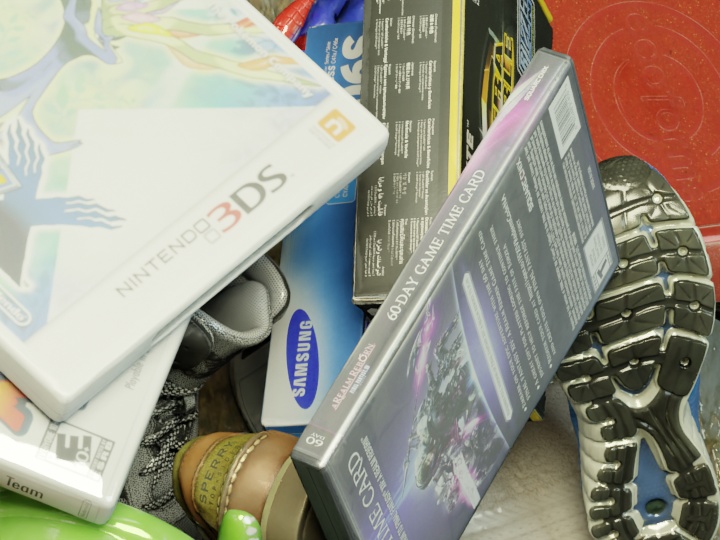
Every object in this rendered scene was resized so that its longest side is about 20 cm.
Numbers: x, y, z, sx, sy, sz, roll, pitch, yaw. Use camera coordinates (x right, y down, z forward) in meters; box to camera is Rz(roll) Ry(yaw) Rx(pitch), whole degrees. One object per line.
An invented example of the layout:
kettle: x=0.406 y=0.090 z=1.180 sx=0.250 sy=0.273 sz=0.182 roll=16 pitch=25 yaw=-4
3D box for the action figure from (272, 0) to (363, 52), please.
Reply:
action figure: x=-0.012 y=-0.113 z=1.355 sx=0.065 sy=0.052 sz=0.200 roll=53 pitch=47 yaw=-37

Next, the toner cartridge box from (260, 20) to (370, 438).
toner cartridge box: x=0.000 y=0.000 z=1.255 sx=0.095 sy=0.043 sz=0.200 roll=61 pitch=30 yaw=-53

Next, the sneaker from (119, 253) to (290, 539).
sneaker: x=-0.080 y=0.052 z=1.171 sx=0.075 sy=0.114 sz=0.200 roll=-29 pitch=106 yaw=-51

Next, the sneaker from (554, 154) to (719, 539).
sneaker: x=0.118 y=0.034 z=1.314 sx=0.089 sy=0.078 sz=0.200 roll=-100 pitch=-176 yaw=-58

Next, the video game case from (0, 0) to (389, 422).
video game case: x=-0.119 y=-0.065 z=1.093 sx=0.200 sy=0.022 sz=0.182 roll=42 pitch=57 yaw=11

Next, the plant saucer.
plant saucer: x=0.145 y=-0.081 z=1.458 sx=0.200 sy=0.037 sz=0.200 roll=-7 pitch=72 yaw=-30

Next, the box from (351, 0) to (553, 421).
box: x=0.043 y=-0.052 z=1.253 sx=0.160 sy=0.049 sz=0.200 roll=55 pitch=34 yaw=-63

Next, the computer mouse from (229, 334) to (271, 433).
computer mouse: x=0.004 y=0.008 z=1.351 sx=0.110 sy=0.044 sz=0.200 roll=59 pitch=42 yaw=-29

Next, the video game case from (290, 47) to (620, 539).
video game case: x=0.042 y=0.031 z=1.146 sx=0.200 sy=0.019 sz=0.143 roll=-57 pitch=152 yaw=-24

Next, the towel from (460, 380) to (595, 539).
towel: x=0.072 y=0.119 z=1.347 sx=0.200 sy=0.034 sz=0.133 roll=-14 pitch=63 yaw=-41

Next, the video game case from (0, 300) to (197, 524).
video game case: x=-0.145 y=-0.023 z=1.087 sx=0.182 sy=0.024 sz=0.200 roll=22 pitch=57 yaw=-3

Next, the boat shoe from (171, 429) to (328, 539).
boat shoe: x=-0.015 y=0.111 z=1.189 sx=0.072 sy=0.068 sz=0.200 roll=-64 pitch=152 yaw=-19

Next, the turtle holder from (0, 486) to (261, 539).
turtle holder: x=-0.113 y=0.166 z=1.105 sx=0.141 sy=0.186 sz=0.132 roll=27 pitch=55 yaw=-9

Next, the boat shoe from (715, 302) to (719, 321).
boat shoe: x=0.151 y=-0.036 z=1.529 sx=0.200 sy=0.076 sz=0.060 roll=32 pitch=77 yaw=-28
